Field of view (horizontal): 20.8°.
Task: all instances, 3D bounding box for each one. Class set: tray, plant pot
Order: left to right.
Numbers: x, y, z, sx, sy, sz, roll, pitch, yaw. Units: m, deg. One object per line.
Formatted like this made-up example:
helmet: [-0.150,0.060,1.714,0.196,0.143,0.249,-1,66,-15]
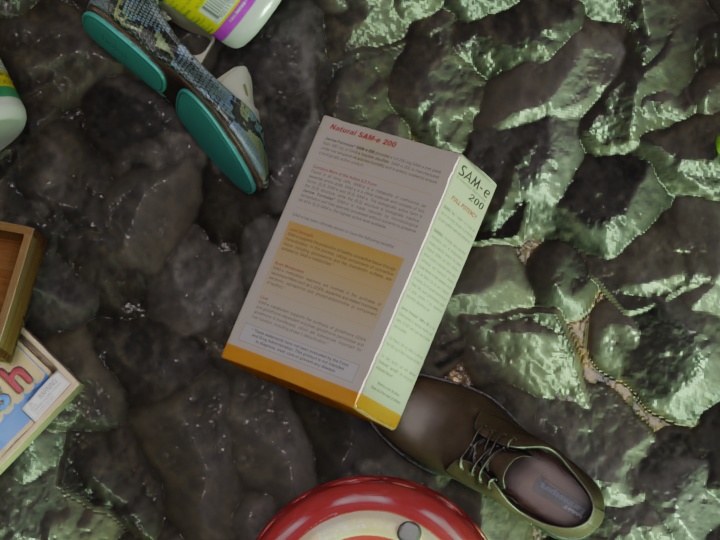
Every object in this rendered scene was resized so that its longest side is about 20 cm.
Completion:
tray: [-0.344,0.001,1.473,0.200,0.037,0.099,11,76,12]
plant pot: [0.007,0.244,1.377,0.200,0.183,0.201,0,84,2]

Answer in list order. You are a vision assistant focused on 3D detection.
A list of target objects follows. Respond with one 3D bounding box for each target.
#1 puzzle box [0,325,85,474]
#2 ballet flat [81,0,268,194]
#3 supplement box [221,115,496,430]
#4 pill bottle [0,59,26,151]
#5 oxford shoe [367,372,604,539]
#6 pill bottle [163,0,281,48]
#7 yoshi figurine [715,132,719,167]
puzzle box: [-0.323,0.111,1.481,0.133,0.025,0.200,43,85,7]
ballet flat: [-0.123,-0.148,1.496,0.074,0.074,0.200,-43,86,-5]
supplement box: [0.000,0.000,1.444,0.126,0.074,0.200,19,82,31]
pill bottle: [-0.342,-0.176,1.480,0.113,0.113,0.200,-28,82,-3]
oxford shoe: [0.092,0.129,1.439,0.200,0.084,0.073,27,85,7]
pill bottle: [-0.143,-0.262,1.467,0.200,0.104,0.104,35,84,-11]
yoshi figurine: [0.368,-0.102,1.457,0.200,0.112,0.112,-21,88,1]
